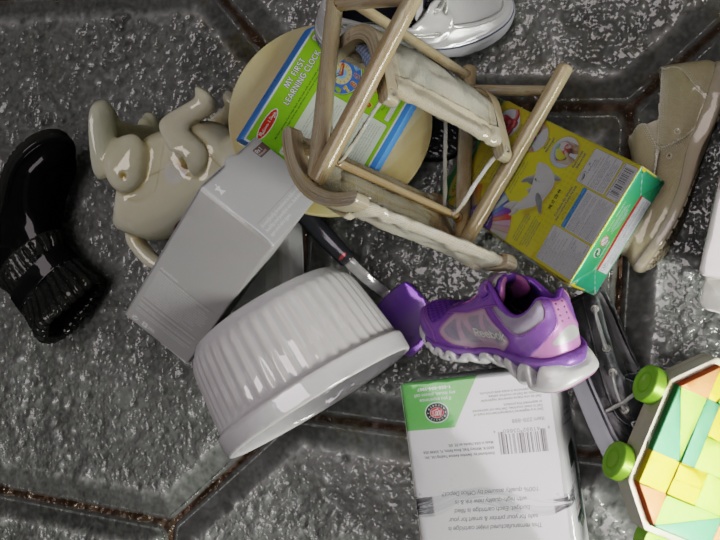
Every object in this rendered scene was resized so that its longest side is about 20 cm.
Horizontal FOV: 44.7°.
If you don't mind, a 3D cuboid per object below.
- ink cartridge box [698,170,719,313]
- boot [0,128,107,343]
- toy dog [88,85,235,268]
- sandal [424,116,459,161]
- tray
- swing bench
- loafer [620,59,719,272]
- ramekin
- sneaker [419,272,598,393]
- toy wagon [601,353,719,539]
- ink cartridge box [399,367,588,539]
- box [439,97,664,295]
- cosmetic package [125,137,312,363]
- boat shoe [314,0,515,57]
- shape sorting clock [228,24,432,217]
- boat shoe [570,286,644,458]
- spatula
[{"bbox_3d":[0.358,-0.054,0.719,0.128,0.125,0.201,14,93,21],"label":"ink cartridge box"},{"bbox_3d":[-0.351,-0.038,1.010,0.158,0.079,0.212,40,113,24],"label":"boot"},{"bbox_3d":[-0.165,-0.098,0.913,0.199,0.140,0.195,1,83,17],"label":"toy dog"},{"bbox_3d":[0.008,-0.145,0.901,0.200,0.048,0.076,12,88,8],"label":"sandal"},{"bbox_3d":[-0.113,0.040,0.950,0.107,0.022,0.201,-3,87,22],"label":"tray"},{"bbox_3d":[0.052,-0.120,0.754,0.130,0.199,0.201,14,86,49],"label":"swing bench"},{"bbox_3d":[0.270,-0.096,0.786,0.068,0.076,0.201,21,86,21],"label":"loafer"},{"bbox_3d":[-0.064,0.083,0.834,0.200,0.200,0.105,-35,79,16],"label":"ramekin"},{"bbox_3d":[0.125,0.040,0.789,0.200,0.080,0.089,13,122,55],"label":"sneaker"},{"bbox_3d":[0.282,0.175,0.739,0.155,0.040,0.201,23,88,-13],"label":"toy wagon"},{"bbox_3d":[0.128,0.194,0.821,0.145,0.084,0.201,-8,86,20],"label":"ink cartridge box"},{"bbox_3d":[0.163,-0.075,0.803,0.200,0.048,0.118,41,105,44],"label":"box"},{"bbox_3d":[-0.132,-0.016,0.821,0.090,0.107,0.200,40,132,-5],"label":"cosmetic package"},{"bbox_3d":[0.056,-0.244,0.833,0.199,0.065,0.074,-13,77,-9],"label":"boat shoe"},{"bbox_3d":[-0.029,-0.148,0.857,0.199,0.039,0.201,1,79,-5],"label":"shape sorting clock"},{"bbox_3d":[0.241,0.111,0.788,0.068,0.073,0.200,-32,68,32],"label":"boat shoe"},{"bbox_3d":[0.000,0.000,0.892,0.057,0.021,0.200,-44,94,14],"label":"spatula"}]
